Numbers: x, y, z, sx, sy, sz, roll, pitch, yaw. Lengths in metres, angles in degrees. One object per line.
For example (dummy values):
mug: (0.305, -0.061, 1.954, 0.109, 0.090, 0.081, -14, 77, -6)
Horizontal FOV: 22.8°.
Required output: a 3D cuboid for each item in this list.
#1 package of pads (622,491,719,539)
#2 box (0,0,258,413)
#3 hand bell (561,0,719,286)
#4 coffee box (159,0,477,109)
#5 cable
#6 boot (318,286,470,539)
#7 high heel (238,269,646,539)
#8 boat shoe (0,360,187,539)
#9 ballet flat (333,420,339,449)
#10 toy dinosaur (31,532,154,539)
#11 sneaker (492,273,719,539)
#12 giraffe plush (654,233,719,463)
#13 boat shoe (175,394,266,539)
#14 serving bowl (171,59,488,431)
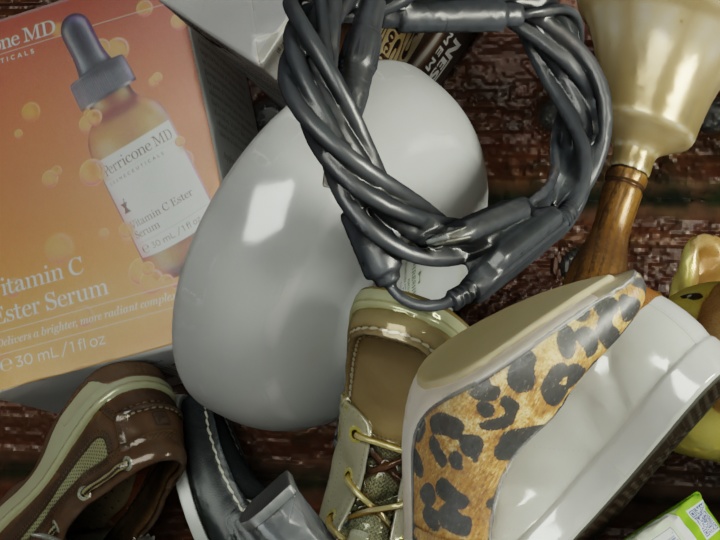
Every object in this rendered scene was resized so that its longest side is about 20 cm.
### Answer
package of pads: (0.127, 0.216, 0.832, 0.155, 0.068, 0.200, 55, 137, 11)
box: (-0.133, -0.039, 0.977, 0.151, 0.106, 0.201, -16, 77, 11)
hand bell: (0.133, -0.039, 0.901, 0.104, 0.104, 0.201, 13, 77, 15)
coffee box: (-0.015, -0.138, 0.916, 0.080, 0.200, 0.113, 35, 91, 20)
cable: (0.042, -0.077, 0.820, 0.164, 0.200, 0.051, 54, 138, -1)
boot: (0.004, 0.117, 0.824, 0.072, 0.200, 0.155, 18, 56, 18)
high heel: (0.067, 0.101, 0.750, 0.200, 0.071, 0.143, -37, 100, 10)
boat shoe: (-0.150, 0.143, 0.929, 0.075, 0.074, 0.203, 55, 129, 37)
ballet flat: (0.075, 0.067, 0.928, 0.199, 0.072, 0.072, -13, 78, 11)
toy dinosaur: (-0.085, 0.200, 0.891, 0.102, 0.201, 0.077, 21, 52, 36)
sneaker: (0.079, 0.085, 0.805, 0.085, 0.073, 0.200, 44, 112, 17)
giraffe plush: (0.201, 0.060, 0.840, 0.162, 0.173, 0.200, 41, 123, 0)
boat shoe: (-0.047, 0.154, 0.944, 0.060, 0.076, 0.201, -20, 88, 10)
serving bowl: (0.000, 0.000, 0.884, 0.066, 0.200, 0.201, 34, 89, 30)
